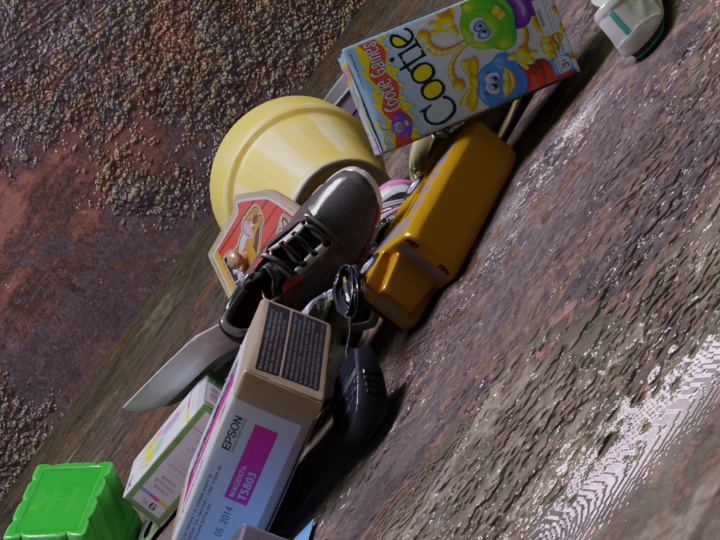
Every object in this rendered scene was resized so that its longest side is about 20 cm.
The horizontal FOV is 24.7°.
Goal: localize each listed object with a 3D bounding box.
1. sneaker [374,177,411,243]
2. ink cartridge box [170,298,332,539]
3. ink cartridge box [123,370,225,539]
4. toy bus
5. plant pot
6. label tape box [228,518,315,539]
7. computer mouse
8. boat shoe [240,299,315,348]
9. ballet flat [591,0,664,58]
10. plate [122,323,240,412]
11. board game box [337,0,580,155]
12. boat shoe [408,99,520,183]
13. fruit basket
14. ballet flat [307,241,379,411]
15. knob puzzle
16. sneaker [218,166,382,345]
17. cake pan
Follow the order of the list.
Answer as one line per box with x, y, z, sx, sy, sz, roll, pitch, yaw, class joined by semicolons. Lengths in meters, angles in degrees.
0.000;0.000;1.631;0.201;0.080;0.086;-56;21;10;sneaker
-0.095;0.148;1.411;0.165;0.074;0.201;-84;17;-71;ink cartridge box
-0.212;0.218;1.849;0.200;0.059;0.104;-50;11;12;ink cartridge box
0.069;-0.041;1.494;0.078;0.065;0.201;-36;19;51;toy bus
-0.047;-0.080;1.822;0.201;0.200;0.189;-52;27;-1;plant pot
-0.115;0.272;1.257;0.144;0.063;0.200;-47;13;24;label tape box
0.000;0.069;1.390;0.201;0.034;0.059;-94;25;-44;computer mouse
-0.090;0.089;1.632;0.201;0.065;0.074;-66;-6;33;boat shoe
0.236;-0.250;1.466;0.069;0.069;0.200;-47;12;25;ballet flat
-0.163;0.098;1.939;0.199;0.032;0.199;-26;-11;-44;plate
0.090;-0.193;1.545;0.198;0.104;0.105;-22;4;-2;board game box
0.110;-0.146;1.637;0.063;0.073;0.201;-43;14;51;boat shoe
-0.335;0.343;1.854;0.216;0.154;0.218;-3;-90;-85;fruit basket
-0.020;0.059;1.530;0.072;0.072;0.202;-26;40;66;ballet flat
-0.098;0.004;1.740;0.030;0.222;0.219;-12;-15;-34;knob puzzle
-0.054;-0.006;1.477;0.201;0.077;0.082;-53;-12;9;sneaker
-0.011;-0.311;2.765;0.201;0.037;0.200;-50;11;14;cake pan
